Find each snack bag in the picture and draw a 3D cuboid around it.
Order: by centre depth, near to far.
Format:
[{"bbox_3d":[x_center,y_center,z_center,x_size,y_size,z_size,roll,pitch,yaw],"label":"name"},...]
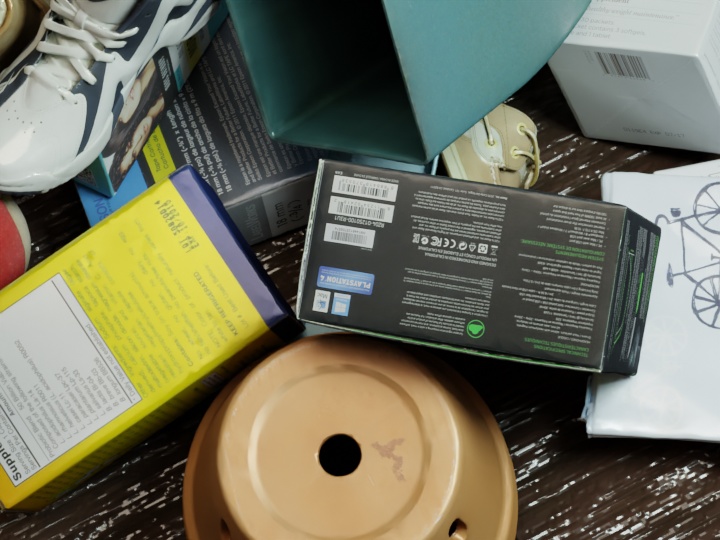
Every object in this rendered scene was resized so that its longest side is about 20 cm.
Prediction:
[{"bbox_3d":[0.235,0.018,1.608,0.199,0.021,0.190,4,64,6],"label":"snack bag"}]

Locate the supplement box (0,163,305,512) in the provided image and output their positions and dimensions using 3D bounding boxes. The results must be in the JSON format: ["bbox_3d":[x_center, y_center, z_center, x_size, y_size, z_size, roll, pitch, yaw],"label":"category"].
[{"bbox_3d":[-0.147,0.043,1.575,0.199,0.110,0.109,-34,83,0],"label":"supplement box"}]

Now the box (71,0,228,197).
[{"bbox_3d":[-0.129,-0.151,1.650,0.049,0.082,0.201,24,69,15],"label":"box"}]

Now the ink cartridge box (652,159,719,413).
[{"bbox_3d":[0.246,0.021,1.635,0.094,0.037,0.201,-11,60,-2],"label":"ink cartridge box"}]

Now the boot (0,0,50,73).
[{"bbox_3d":[-0.263,-0.120,1.629,0.175,0.200,0.066,-41,91,7],"label":"boot"}]

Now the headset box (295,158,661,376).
[{"bbox_3d":[0.072,0.000,1.520,0.173,0.200,0.093,10,90,11],"label":"headset box"}]

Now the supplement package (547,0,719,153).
[{"bbox_3d":[0.206,-0.190,1.689,0.113,0.110,0.201,8,62,28],"label":"supplement package"}]

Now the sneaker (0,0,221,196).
[{"bbox_3d":[-0.158,-0.142,1.531,0.199,0.130,0.079,-43,69,-15],"label":"sneaker"}]

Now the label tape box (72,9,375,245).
[{"bbox_3d":[-0.089,-0.091,1.699,0.199,0.063,0.145,-21,63,-4],"label":"label tape box"}]

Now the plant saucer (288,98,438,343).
[{"bbox_3d":[0.000,0.000,1.632,0.069,0.019,0.201,11,85,2],"label":"plant saucer"}]

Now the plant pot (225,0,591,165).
[{"bbox_3d":[0.041,-0.177,1.583,0.200,0.142,0.141,-35,30,-34],"label":"plant pot"}]

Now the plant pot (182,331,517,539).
[{"bbox_3d":[-0.010,0.119,1.525,0.199,0.140,0.201,-1,73,3],"label":"plant pot"}]

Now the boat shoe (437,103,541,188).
[{"bbox_3d":[0.079,-0.079,1.676,0.066,0.074,0.201,-19,63,0],"label":"boat shoe"}]

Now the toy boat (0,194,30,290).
[{"bbox_3d":[-0.297,0.012,1.583,0.131,0.200,0.131,47,35,-4],"label":"toy boat"}]
